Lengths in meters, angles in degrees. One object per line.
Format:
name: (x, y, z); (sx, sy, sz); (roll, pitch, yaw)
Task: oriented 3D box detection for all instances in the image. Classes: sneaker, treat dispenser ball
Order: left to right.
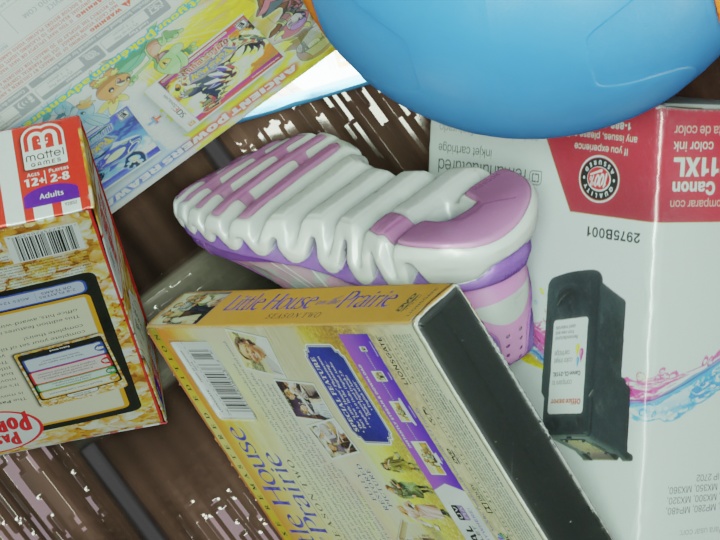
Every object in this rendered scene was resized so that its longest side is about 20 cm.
sneaker: (0.000, 0.000, 1.252); (0.080, 0.200, 0.089); (-36, 122, -31)
treat dispenser ball: (0.066, -0.151, 1.144); (0.200, 0.201, 0.201); (0, 97, -2)

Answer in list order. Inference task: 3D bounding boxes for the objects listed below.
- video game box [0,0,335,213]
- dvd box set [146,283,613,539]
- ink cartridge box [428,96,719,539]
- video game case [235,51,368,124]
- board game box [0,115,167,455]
video game box: (-0.110, -0.094, 1.215); (0.200, 0.182, 0.047); (-36, 60, 2)
dvd box set: (0.008, 0.072, 1.227); (0.029, 0.200, 0.146); (-42, 111, -28)
ink cartridge box: (0.100, 0.026, 1.256); (0.083, 0.146, 0.201); (-2, 97, -40)
video game case: (-0.094, -0.127, 1.305); (0.200, 0.018, 0.143); (-16, 97, 0)
board game box: (-0.170, 0.019, 1.236); (0.151, 0.200, 0.046); (-11, 62, -1)
